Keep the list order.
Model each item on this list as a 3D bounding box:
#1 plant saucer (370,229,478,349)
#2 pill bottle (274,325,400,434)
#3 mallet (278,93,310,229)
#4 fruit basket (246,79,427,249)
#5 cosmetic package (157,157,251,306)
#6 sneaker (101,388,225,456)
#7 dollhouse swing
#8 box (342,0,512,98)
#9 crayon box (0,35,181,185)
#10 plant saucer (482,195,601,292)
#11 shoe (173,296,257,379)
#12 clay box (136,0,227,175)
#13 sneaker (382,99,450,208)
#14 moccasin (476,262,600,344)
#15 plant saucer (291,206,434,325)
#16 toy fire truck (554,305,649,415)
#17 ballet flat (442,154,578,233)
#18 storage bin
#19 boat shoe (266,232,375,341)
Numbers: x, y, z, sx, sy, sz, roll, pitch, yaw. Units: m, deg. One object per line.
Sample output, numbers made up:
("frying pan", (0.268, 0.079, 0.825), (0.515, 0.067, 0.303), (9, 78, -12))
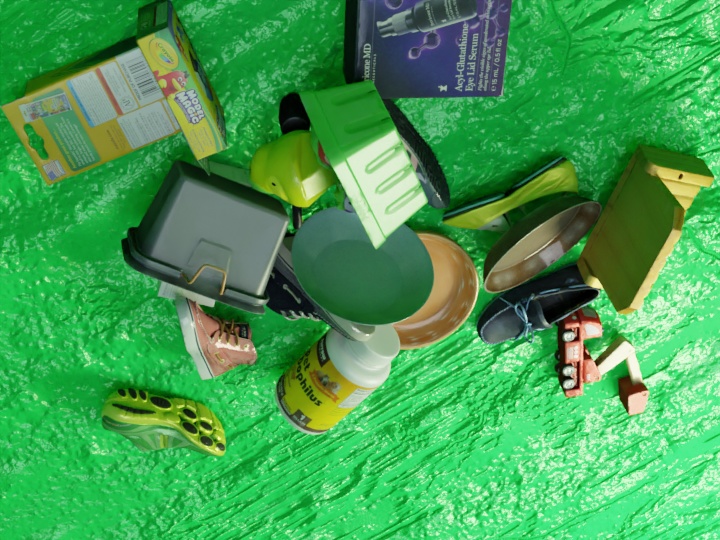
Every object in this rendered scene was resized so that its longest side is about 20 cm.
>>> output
("plant saucer", (0.072, 0.024, 1.756), (0.199, 0.038, 0.201), (-4, 123, -6))
("pill bottle", (-0.031, 0.146, 1.744), (0.109, 0.110, 0.200), (27, 130, -23))
("mallet", (-0.088, -0.147, 1.631), (0.041, 0.066, 0.201), (-2, 136, -4))
("fruit basket", (-0.041, -0.125, 1.514), (0.215, 0.156, 0.216), (-14, 142, -12))
("cosmetic package", (-0.217, -0.051, 1.655), (0.082, 0.051, 0.201), (12, 119, -19))
("sneaker", (-0.296, 0.234, 1.814), (0.199, 0.074, 0.084), (22, 135, -20))
("dollhouse swing", (0.421, -0.040, 1.668), (0.181, 0.176, 0.201), (7, 120, -31))
("box", (0.081, -0.303, 1.518), (0.199, 0.104, 0.149), (-3, 122, -8))
("crayon box", (-0.338, -0.206, 1.540), (0.199, 0.052, 0.126), (-22, 122, 4))
("plant saucer", (0.248, -0.043, 1.691), (0.200, 0.035, 0.200), (-29, 160, -12))
("shoe", (-0.202, 0.087, 1.703), (0.091, 0.072, 0.200), (-16, 150, -4))
("clay box", (-0.217, -0.230, 1.508), (0.047, 0.115, 0.200), (-22, 123, 5))
("sneaker", (0.046, -0.153, 1.636), (0.082, 0.070, 0.200), (-25, 121, 26))
("moccasin", (0.262, 0.052, 1.785), (0.200, 0.068, 0.081), (-33, 120, 12))
("plant saucer", (0.000, 0.000, 1.637), (0.200, 0.202, 0.039), (6, 144, -13))
("toy fire truck", (0.375, 0.139, 1.868), (0.140, 0.049, 0.201), (-9, 121, -4))
("ballet flat", (0.214, -0.091, 1.686), (0.199, 0.067, 0.067), (-26, 95, 4))
("storage bin", (-0.191, -0.046, 1.560), (0.199, 0.146, 0.135), (20, 105, -21))
("boat shoe", (-0.068, 0.045, 1.679), (0.075, 0.200, 0.093), (-9, 142, -54))
